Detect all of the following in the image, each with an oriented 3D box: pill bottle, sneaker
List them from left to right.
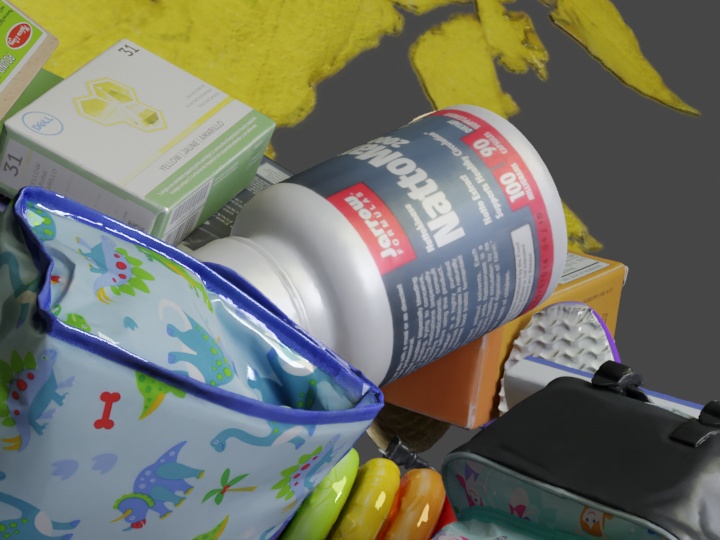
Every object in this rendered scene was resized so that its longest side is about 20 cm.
[{"bbox_3d":[0.000,0.000,1.565,0.199,0.120,0.120,-26,66,-34],"label":"pill bottle"},{"bbox_3d":[0.126,0.113,1.696,0.099,0.069,0.202,-32,116,-74],"label":"sneaker"}]

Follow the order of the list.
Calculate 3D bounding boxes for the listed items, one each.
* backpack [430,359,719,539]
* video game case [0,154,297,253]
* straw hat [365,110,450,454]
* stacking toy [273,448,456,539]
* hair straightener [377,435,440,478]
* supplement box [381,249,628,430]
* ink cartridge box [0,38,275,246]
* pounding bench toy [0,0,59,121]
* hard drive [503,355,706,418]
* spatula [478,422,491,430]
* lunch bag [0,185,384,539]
[{"bbox_3d":[0.128,0.170,1.382,0.177,0.150,0.201,17,-42,48],"label":"backpack"},{"bbox_3d":[-0.127,-0.044,1.637,0.142,0.019,0.200,32,32,21],"label":"video game case"},{"bbox_3d":[0.001,0.005,1.739,0.085,0.203,0.201,6,8,28],"label":"straw hat"},{"bbox_3d":[-0.022,0.124,1.503,0.199,0.116,0.110,30,25,-6],"label":"stacking toy"},{"bbox_3d":[0.031,0.132,1.651,0.077,0.041,0.200,44,28,6],"label":"hair straightener"},{"bbox_3d":[0.085,0.035,1.736,0.068,0.067,0.200,16,16,27],"label":"supplement box"},{"bbox_3d":[-0.164,-0.085,1.617,0.199,0.048,0.146,29,30,10],"label":"ink cartridge box"},{"bbox_3d":[-0.242,-0.084,1.452,0.124,0.156,0.200,37,24,-7],"label":"pounding bench toy"},{"bbox_3d":[0.162,0.122,1.446,0.199,0.133,0.025,16,40,42],"label":"hard drive"},{"bbox_3d":[0.049,0.064,1.802,0.200,0.021,0.057,37,26,-9],"label":"spatula"},{"bbox_3d":[-0.112,0.079,1.354,0.199,0.170,0.128,25,29,-30],"label":"lunch bag"}]
